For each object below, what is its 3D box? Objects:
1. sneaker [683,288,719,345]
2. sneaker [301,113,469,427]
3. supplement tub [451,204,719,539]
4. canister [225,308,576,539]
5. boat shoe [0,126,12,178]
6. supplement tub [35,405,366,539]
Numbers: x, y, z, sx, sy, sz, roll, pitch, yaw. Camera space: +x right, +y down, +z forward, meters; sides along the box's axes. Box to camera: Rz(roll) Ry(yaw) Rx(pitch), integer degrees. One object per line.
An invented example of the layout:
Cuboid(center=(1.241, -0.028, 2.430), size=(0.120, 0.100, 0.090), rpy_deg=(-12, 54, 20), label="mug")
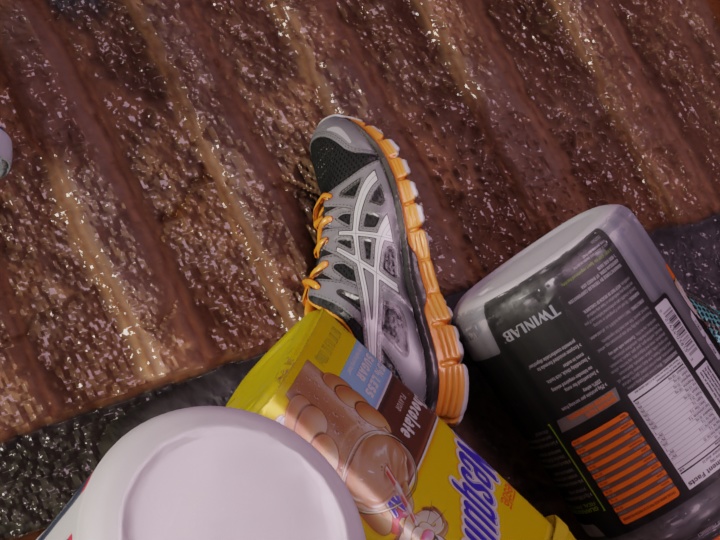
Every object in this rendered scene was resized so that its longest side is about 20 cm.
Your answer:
Cuboid(center=(0.204, 0.054, 1.522), size=(0.200, 0.078, 0.091), rpy_deg=(48, 37, 0), label="sneaker")
Cuboid(center=(0.000, 0.000, 1.439), size=(0.077, 0.078, 0.201), rpy_deg=(-12, 62, -11), label="sneaker")
Cuboid(center=(0.150, 0.074, 1.429), size=(0.122, 0.122, 0.201), rpy_deg=(-37, 97, -36), label="supplement tub")
Cuboid(center=(0.016, 0.128, 1.329), size=(0.200, 0.087, 0.149), rpy_deg=(43, 24, -7), label="canister")
Cuboid(center=(-0.281, -0.087, 1.344), size=(0.199, 0.072, 0.062), rpy_deg=(8, 63, -20), label="boat shoe")
Cuboid(center=(-0.091, 0.160, 1.218), size=(0.139, 0.200, 0.141), rpy_deg=(9, 64, -19), label="supplement tub")
